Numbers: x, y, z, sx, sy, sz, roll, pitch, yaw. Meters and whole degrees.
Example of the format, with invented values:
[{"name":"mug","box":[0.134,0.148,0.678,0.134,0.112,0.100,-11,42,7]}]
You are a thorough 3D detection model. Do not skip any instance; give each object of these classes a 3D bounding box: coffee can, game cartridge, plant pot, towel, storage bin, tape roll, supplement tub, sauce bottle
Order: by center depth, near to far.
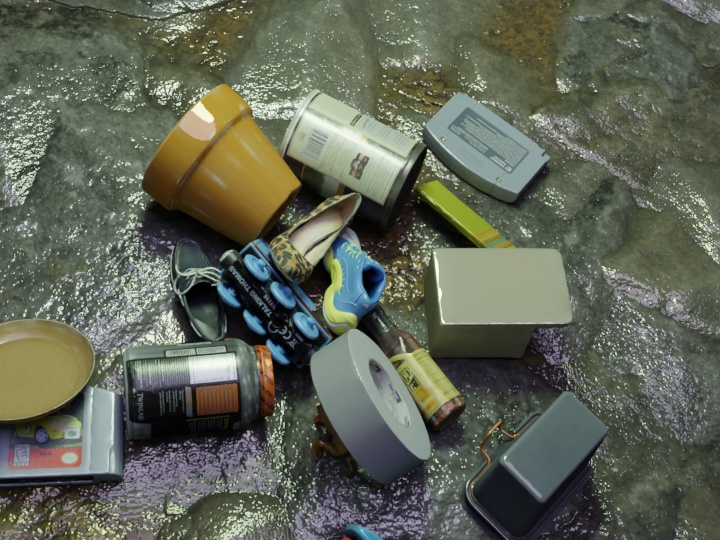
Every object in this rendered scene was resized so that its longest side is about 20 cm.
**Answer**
[{"name":"game cartridge","box":[-0.414,0.217,1.443,0.196,0.041,0.135,-1,55,-10]},{"name":"plant pot","box":[-0.454,0.138,1.455,0.196,0.028,0.202,2,37,-2]},{"name":"tape roll","box":[0.015,0.181,1.458,0.066,0.200,0.202,-32,64,11]},{"name":"supplement tub","box":[-0.219,0.157,1.469,0.196,0.123,0.124,-3,59,-14]},{"name":"storage bin","box":[0.242,0.257,1.496,0.145,0.135,0.199,43,59,16]},{"name":"sauce bottle","box":[0.071,0.138,1.578,0.065,0.066,0.201,-29,66,-26]},{"name":"plant pot","box":[-0.194,-0.139,1.624,0.183,0.200,0.201,40,59,1]},{"name":"coffee can","box":[-0.013,-0.173,1.701,0.198,0.147,0.147,28,57,7]},{"name":"towel","box":[0.175,-0.072,1.737,0.200,0.018,0.086,42,26,16]},{"name":"game cartridge","box":[0.207,-0.205,1.833,0.199,0.042,0.133,38,63,12]}]

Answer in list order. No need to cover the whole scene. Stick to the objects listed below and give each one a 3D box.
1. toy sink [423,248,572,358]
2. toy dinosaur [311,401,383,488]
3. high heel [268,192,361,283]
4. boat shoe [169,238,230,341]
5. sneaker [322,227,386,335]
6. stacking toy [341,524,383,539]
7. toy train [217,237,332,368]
[{"name":"toy sink","box":[0.201,0.051,1.629,0.196,0.113,0.132,-1,58,-6]},{"name":"toy dinosaur","box":[-0.028,0.217,1.469,0.200,0.105,0.061,49,52,-32]},{"name":"high heel","box":[-0.059,-0.055,1.570,0.142,0.200,0.072,-40,99,10]},{"name":"boat shoe","box":[-0.233,0.032,1.579,0.073,0.062,0.203,-8,60,-14]},{"name":"sneaker","box":[0.000,0.000,1.606,0.075,0.104,0.203,32,40,-32]},{"name":"stacking toy","box":[-0.035,0.426,1.366,0.116,0.110,0.200,46,72,4]},{"name":"toy train","box":[-0.122,0.047,1.558,0.201,0.087,0.114,49,17,0]}]
